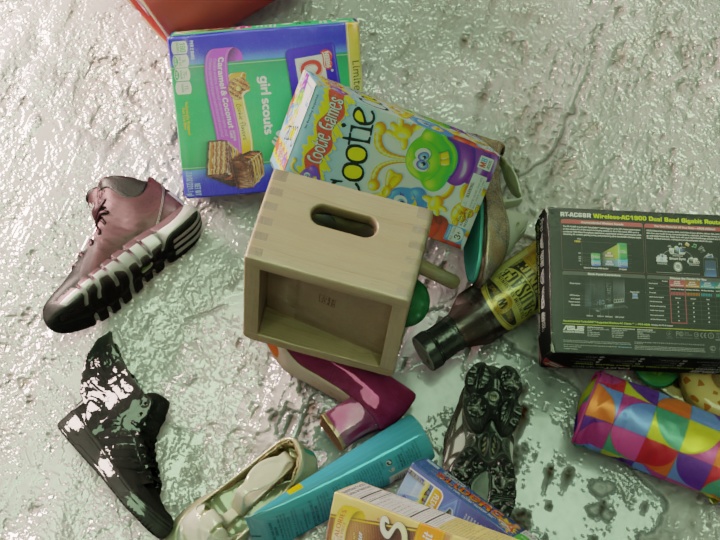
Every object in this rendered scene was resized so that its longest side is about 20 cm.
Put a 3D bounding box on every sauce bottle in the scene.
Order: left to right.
[{"bbox_3d":[0.144,0.034,1.410,0.199,0.066,0.066,-36,74,-13],"label":"sauce bottle"}]

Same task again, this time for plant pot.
[{"bbox_3d":[-0.178,-0.347,1.491,0.177,0.201,0.201,-41,75,-4],"label":"plant pot"}]

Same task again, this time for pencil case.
[{"bbox_3d":[0.308,0.173,1.351,0.198,0.089,0.089,24,71,8],"label":"pencil case"}]

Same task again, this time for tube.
[{"bbox_3d":[-0.021,0.213,1.339,0.198,0.078,0.050,-29,47,-15],"label":"tube"}]

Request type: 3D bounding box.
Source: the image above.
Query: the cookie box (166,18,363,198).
[{"bbox_3d":[-0.094,-0.172,1.433,0.197,0.075,0.174,-5,106,-3],"label":"cookie box"}]

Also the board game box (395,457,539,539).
[{"bbox_3d":[0.062,0.295,1.256,0.135,0.034,0.202,34,107,23],"label":"board game box"}]

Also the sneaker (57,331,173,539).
[{"bbox_3d":[-0.225,0.163,1.353,0.104,0.060,0.200,-42,65,-13],"label":"sneaker"}]

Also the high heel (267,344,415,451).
[{"bbox_3d":[-0.032,0.079,1.389,0.095,0.068,0.201,-30,71,-17],"label":"high heel"}]

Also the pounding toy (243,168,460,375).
[{"bbox_3d":[0.000,0.000,1.318,0.197,0.185,0.144,15,60,3],"label":"pounding toy"}]

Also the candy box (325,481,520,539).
[{"bbox_3d":[0.061,0.276,1.204,0.198,0.055,0.117,15,99,26],"label":"candy box"}]

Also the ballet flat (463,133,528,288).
[{"bbox_3d":[0.140,-0.066,1.428,0.066,0.068,0.202,7,53,-12],"label":"ballet flat"}]

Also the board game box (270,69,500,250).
[{"bbox_3d":[0.022,-0.113,1.367,0.198,0.105,0.104,19,103,-14],"label":"board game box"}]

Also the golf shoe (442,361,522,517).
[{"bbox_3d":[0.114,0.194,1.333,0.077,0.095,0.202,18,69,-1],"label":"golf shoe"}]

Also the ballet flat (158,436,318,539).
[{"bbox_3d":[-0.127,0.233,1.329,0.199,0.070,0.070,-39,74,-14],"label":"ballet flat"}]

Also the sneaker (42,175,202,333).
[{"bbox_3d":[-0.272,-0.027,1.427,0.199,0.076,0.115,-38,69,-25],"label":"sneaker"}]

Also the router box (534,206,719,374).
[{"bbox_3d":[0.274,0.020,1.357,0.197,0.062,0.152,3,72,-4],"label":"router box"}]

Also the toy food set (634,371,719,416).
[{"bbox_3d":[0.362,0.050,1.416,0.197,0.049,0.201,33,73,11],"label":"toy food set"}]
